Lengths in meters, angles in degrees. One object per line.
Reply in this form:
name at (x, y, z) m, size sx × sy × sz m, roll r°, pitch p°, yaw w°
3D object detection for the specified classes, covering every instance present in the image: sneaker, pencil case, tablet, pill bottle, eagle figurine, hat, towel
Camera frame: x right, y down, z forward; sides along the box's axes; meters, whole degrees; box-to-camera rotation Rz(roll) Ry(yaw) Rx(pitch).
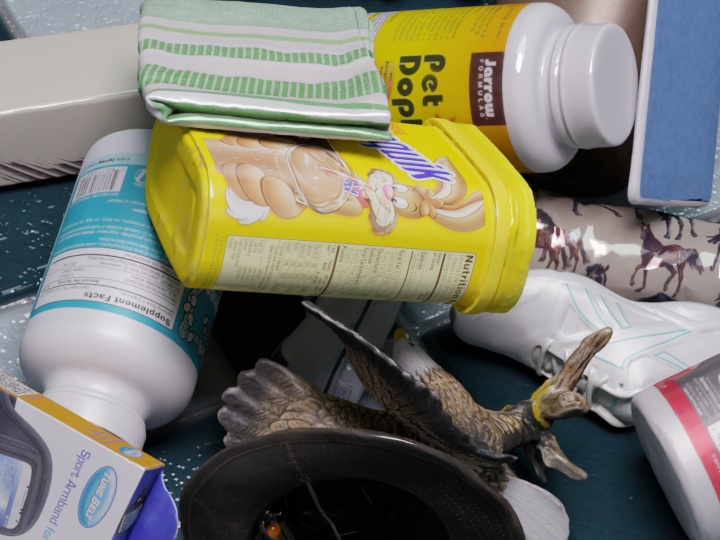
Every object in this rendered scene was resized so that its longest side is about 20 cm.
sneaker at (0.155, 0.054, 1.245) m, size 0.199 × 0.071 × 0.081 m, roll 11°, pitch 57°, yaw 1°
pencil case at (0.197, -0.006, 1.297) m, size 0.198 × 0.078 × 0.090 m, roll 10°, pitch 39°, yaw -2°
tablet at (0.214, -0.143, 1.266) m, size 0.014 × 0.202 × 0.130 m, roll 7°, pitch 4°, yaw 32°
pill bottle at (-0.144, 0.021, 1.179) m, size 0.110 × 0.111 × 0.201 m, roll 13°, pitch 59°, yaw 1°
sneaker at (0.000, 0.000, 1.257) m, size 0.070 × 0.073 × 0.201 m, roll 25°, pitch 50°, yaw 1°
pill bottle at (0.276, 0.085, 1.170) m, size 0.199 × 0.111 × 0.111 m, roll -25°, pitch 55°, yaw -1°
eagle figurine at (0.033, 0.090, 1.143) m, size 0.199 × 0.153 × 0.151 m, roll 1°, pitch 14°, yaw -34°
hat at (0.002, 0.138, 1.068) m, size 0.199 × 0.202 × 0.081 m, roll 17°, pitch 37°, yaw 4°
pill bottle at (0.076, -0.118, 1.252) m, size 0.199 × 0.110 × 0.110 m, roll 1°, pitch 41°, yaw 31°
towel at (-0.059, -0.127, 1.155) m, size 0.151 × 0.024 × 0.200 m, roll 3°, pitch 26°, yaw -7°

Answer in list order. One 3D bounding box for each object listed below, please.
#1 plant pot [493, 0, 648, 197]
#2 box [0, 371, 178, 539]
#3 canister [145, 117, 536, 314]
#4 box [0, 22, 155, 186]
plant pot at (0.166, -0.155, 1.366) m, size 0.199 × 0.201 × 0.176 m, roll 20°, pitch 65°, yaw 7°
box at (-0.205, 0.128, 1.086) m, size 0.199 × 0.041 × 0.120 m, roll 27°, pitch 94°, yaw 15°
canister at (-0.016, -0.039, 1.123) m, size 0.198 × 0.087 × 0.149 m, roll 4°, pitch 25°, yaw -21°
box at (-0.175, -0.120, 1.331) m, size 0.198 × 0.069 × 0.082 m, roll -10°, pitch 46°, yaw -18°
